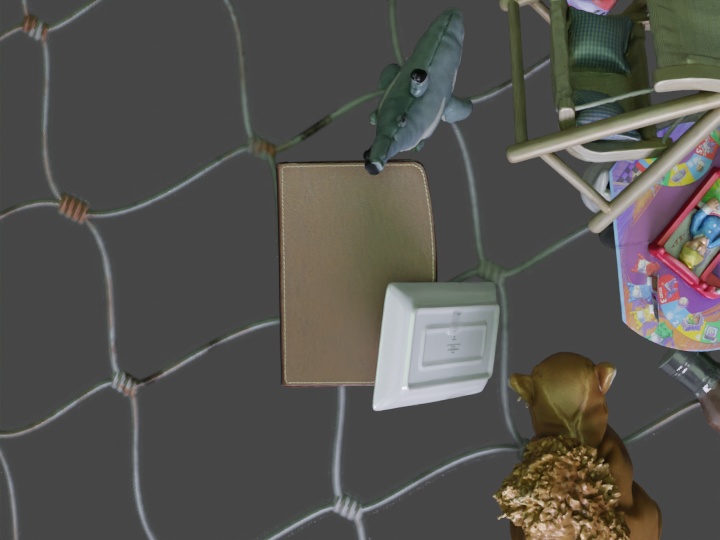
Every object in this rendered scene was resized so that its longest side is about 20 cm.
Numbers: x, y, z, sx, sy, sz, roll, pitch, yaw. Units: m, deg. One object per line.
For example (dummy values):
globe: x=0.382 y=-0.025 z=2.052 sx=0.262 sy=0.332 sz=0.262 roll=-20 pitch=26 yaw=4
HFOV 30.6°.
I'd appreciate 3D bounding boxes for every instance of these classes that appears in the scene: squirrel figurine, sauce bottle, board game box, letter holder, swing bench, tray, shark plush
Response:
squirrel figurine: x=0.189 y=0.172 z=1.146 sx=0.141 sy=0.200 sz=0.188 roll=-3 pitch=105 yaw=13
sauce bottle: x=0.361 y=0.137 z=1.196 sx=0.200 sy=0.065 sz=0.065 roll=41 pitch=96 yaw=3
board game box: x=0.301 y=-0.028 z=1.130 sx=0.157 sy=0.039 sz=0.201 roll=-6 pitch=95 yaw=-1
letter holder: x=0.000 y=0.000 z=1.207 sx=0.141 sy=0.101 sz=0.201 roll=-1 pitch=93 yaw=4
swing bench: x=0.231 y=-0.175 z=1.081 sx=0.200 sy=0.200 sz=0.130 roll=-29 pitch=133 yaw=33
tray: x=0.075 y=0.064 z=1.158 sx=0.022 sy=0.200 sz=0.108 roll=8 pitch=94 yaw=32
shark plush: x=0.037 y=-0.156 z=1.161 sx=0.091 sy=0.200 sz=0.083 roll=36 pitch=138 yaw=11

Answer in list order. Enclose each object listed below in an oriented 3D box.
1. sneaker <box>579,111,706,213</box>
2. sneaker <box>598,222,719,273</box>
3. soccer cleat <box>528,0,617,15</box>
sneaker: x=0.293 y=-0.109 z=1.182 sx=0.200 sy=0.080 sz=0.071 roll=-32 pitch=88 yaw=5
sneaker: x=0.308 y=0.008 z=1.192 sx=0.199 sy=0.076 sz=0.091 roll=20 pitch=101 yaw=6
soccer cleat: x=0.143 y=-0.287 z=1.196 sx=0.199 sy=0.067 sz=0.077 roll=28 pitch=110 yaw=4
